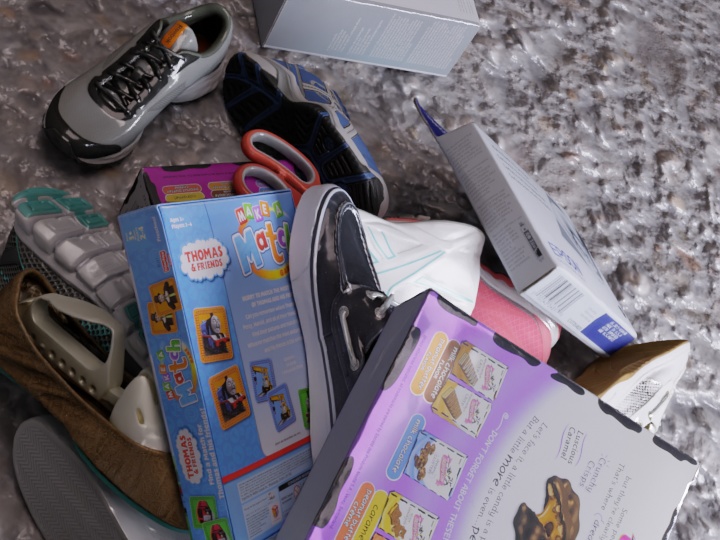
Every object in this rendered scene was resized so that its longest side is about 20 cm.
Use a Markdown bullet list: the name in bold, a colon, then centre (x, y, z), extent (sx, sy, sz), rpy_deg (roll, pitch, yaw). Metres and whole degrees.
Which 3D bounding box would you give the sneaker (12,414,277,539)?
- **sneaker**: centre (-0.124, 0.157, 0.744), extent (0.200, 0.074, 0.115), rpy_deg (45, 33, 12)

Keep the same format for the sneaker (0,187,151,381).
- **sneaker**: centre (-0.170, 0.039, 0.777), extent (0.200, 0.092, 0.077), rpy_deg (46, 28, 16)

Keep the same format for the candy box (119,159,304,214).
- **candy box**: centre (-0.082, 0.019, 0.858), extent (0.135, 0.061, 0.202), rpy_deg (-6, 61, -35)

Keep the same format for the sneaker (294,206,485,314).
- **sneaker**: centre (0.000, 0.000, 0.835), extent (0.197, 0.070, 0.082), rpy_deg (7, 80, -19)

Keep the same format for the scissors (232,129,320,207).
- **scissors**: centre (-0.013, -0.037, 0.892), extent (0.198, 0.014, 0.074), rpy_deg (33, 45, -9)

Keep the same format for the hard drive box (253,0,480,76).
- **hard drive box**: centre (-0.002, -0.280, 1.099), extent (0.197, 0.077, 0.158), rpy_deg (5, 56, -27)

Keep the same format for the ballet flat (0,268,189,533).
- **ballet flat**: centre (-0.152, 0.069, 0.702), extent (0.199, 0.073, 0.068), rpy_deg (40, 24, 19)

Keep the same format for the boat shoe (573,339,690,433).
- **boat shoe**: centre (0.220, 0.111, 0.968), extent (0.199, 0.070, 0.071), rpy_deg (-22, 97, -46)

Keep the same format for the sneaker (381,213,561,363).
- **sneaker**: centre (0.073, 0.028, 0.931), extent (0.198, 0.074, 0.088), rpy_deg (29, 50, -9)

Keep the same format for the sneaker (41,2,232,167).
- **sneaker**: centre (-0.173, -0.155, 0.916), extent (0.074, 0.079, 0.200), rpy_deg (42, 50, 1)

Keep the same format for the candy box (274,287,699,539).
- **candy box**: centre (0.074, 0.138, 0.678), extent (0.198, 0.071, 0.169), rpy_deg (32, 72, -10)

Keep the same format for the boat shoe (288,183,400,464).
- **boat shoe**: centre (0.002, 0.040, 0.745), extent (0.071, 0.067, 0.204), rpy_deg (16, 66, -56)

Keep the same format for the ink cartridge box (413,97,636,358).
- **ink cartridge box**: centre (0.138, -0.041, 0.953), extent (0.199, 0.040, 0.202), rpy_deg (31, 28, -55)

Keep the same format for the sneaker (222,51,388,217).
- **sneaker**: centre (-0.032, -0.116, 0.953), extent (0.076, 0.076, 0.201), rpy_deg (-10, 50, -41)

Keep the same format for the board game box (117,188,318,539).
- **board game box**: centre (-0.070, 0.056, 0.719), extent (0.151, 0.036, 0.204), rpy_deg (-14, 92, -62)
